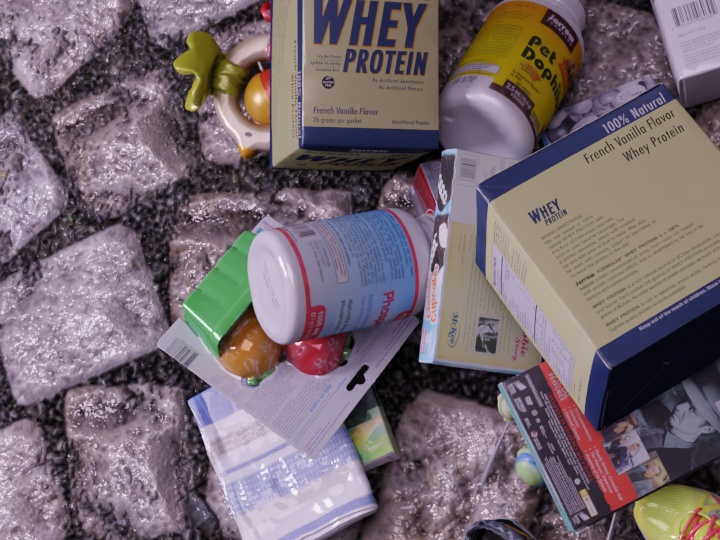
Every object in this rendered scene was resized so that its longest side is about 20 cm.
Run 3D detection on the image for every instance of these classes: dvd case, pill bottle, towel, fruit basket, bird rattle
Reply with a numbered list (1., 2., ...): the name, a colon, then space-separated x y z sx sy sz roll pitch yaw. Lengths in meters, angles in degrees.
1. dvd case: 0.240 0.124 1.288 0.199 0.022 0.147 -25 80 -10
2. pill bottle: 0.000 0.000 1.396 0.198 0.109 0.110 -11 68 -25
3. towel: -0.081 0.185 1.465 0.146 0.024 0.201 -27 69 7
4. fruit basket: -0.072 0.065 1.459 0.199 0.094 0.186 36 69 7
5. pill bottle: 0.157 -0.200 1.467 0.108 0.110 0.201 18 54 19
6. bird rattle: -0.099 -0.212 1.598 0.199 0.113 0.164 -23 81 -5

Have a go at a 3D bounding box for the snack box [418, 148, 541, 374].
1. snack box: 0.124 -0.006 1.376 0.115 0.037 0.202 9 86 -21

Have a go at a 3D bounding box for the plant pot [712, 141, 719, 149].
1. plant pot: 0.274 -0.039 1.372 0.199 0.027 0.202 -4 82 35

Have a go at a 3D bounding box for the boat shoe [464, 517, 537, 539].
1. boat shoe: 0.177 0.309 1.355 0.200 0.091 0.071 40 95 23

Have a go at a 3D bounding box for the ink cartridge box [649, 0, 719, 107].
1. ink cartridge box: 0.366 -0.288 1.469 0.145 0.086 0.202 -16 70 11

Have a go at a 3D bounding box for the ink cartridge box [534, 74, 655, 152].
1. ink cartridge box: 0.237 -0.072 1.471 0.197 0.043 0.202 -22 71 8

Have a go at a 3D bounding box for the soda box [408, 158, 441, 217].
1. soda box: 0.115 -0.015 1.467 0.063 0.070 0.201 -15 70 -17

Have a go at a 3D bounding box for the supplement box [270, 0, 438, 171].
1. supplement box: -0.011 -0.209 1.452 0.133 0.200 0.202 0 87 -12

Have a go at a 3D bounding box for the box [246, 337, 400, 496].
1. box: -0.057 0.126 1.505 0.143 0.036 0.201 -24 71 9

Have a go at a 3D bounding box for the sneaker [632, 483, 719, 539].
1. sneaker: 0.338 0.254 1.327 0.199 0.090 0.079 29 86 22

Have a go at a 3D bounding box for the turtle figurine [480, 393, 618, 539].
1. turtle figurine: 0.211 0.150 1.402 0.194 0.201 0.143 -43 44 -20

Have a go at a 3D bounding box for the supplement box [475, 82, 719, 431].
1. supplement box: 0.231 -0.012 1.250 0.199 0.135 0.200 -29 64 -12
